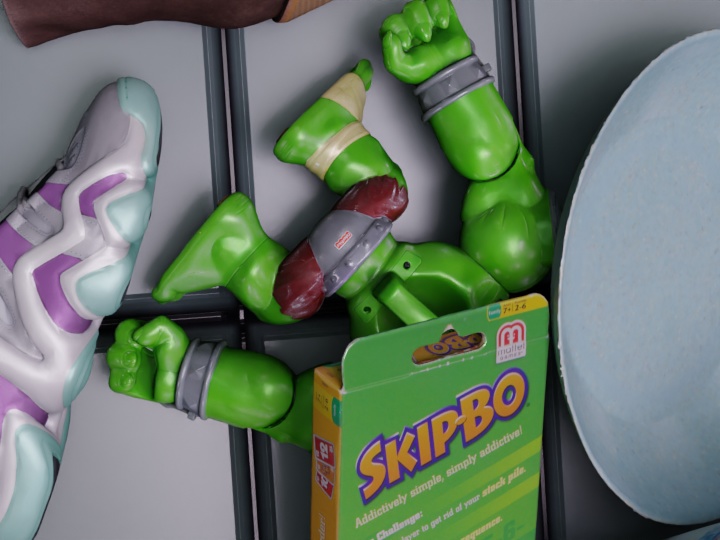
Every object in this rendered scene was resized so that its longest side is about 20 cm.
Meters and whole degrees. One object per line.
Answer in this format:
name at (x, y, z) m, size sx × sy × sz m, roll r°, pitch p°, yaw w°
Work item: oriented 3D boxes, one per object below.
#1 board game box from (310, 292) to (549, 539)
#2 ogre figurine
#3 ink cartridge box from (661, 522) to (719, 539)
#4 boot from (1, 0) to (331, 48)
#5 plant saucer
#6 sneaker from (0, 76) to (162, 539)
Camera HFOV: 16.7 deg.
board game box at (0.025, 0.105, 0.950) m, size 0.095 × 0.030 × 0.201 m, roll -14°, pitch 121°, yaw -31°
ogre figurine at (0.000, 0.000, 0.992) m, size 0.120 × 0.098 × 0.200 m, roll 42°, pitch 73°, yaw 4°
ink cartridge box at (0.164, 0.165, 0.914) m, size 0.083 × 0.200 × 0.146 m, roll -28°, pitch 91°, yaw -36°
boot at (-0.066, -0.151, 0.935) m, size 0.165 × 0.200 × 0.073 m, roll -11°, pitch 63°, yaw -4°
plant saucer at (0.131, 0.001, 1.000) m, size 0.200 × 0.039 × 0.202 m, roll -10°, pitch 104°, yaw -45°
sneaker at (-0.166, 0.002, 0.982) m, size 0.139 × 0.078 × 0.201 m, roll 20°, pitch 89°, yaw -8°
